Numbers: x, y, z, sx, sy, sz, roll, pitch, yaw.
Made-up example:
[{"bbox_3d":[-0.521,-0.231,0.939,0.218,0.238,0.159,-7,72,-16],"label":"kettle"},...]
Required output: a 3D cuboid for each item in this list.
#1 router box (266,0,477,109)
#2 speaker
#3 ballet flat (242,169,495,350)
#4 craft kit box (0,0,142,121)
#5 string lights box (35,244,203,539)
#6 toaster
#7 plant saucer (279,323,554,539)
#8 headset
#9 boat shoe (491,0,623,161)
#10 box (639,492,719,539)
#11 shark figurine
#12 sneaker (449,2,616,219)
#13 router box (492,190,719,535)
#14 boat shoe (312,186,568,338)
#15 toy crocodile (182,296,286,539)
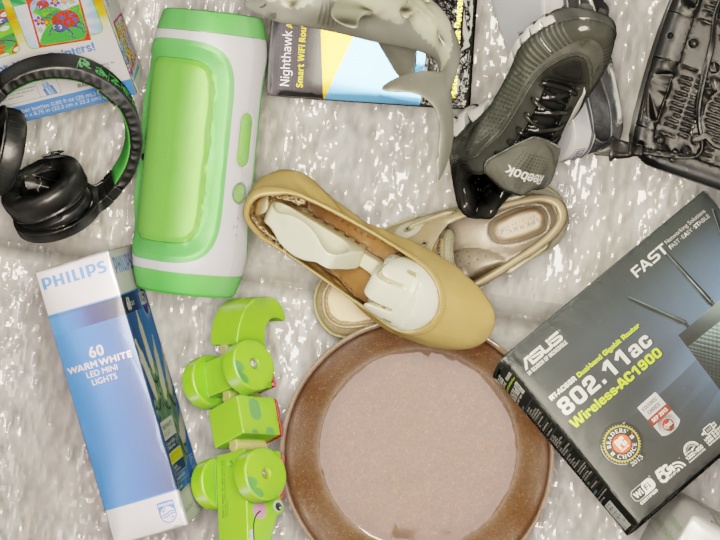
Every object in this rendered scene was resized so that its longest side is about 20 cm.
[{"bbox_3d":[0.013,-0.221,1.701,0.148,0.051,0.202,4,95,3],"label":"router box"},{"bbox_3d":[-0.116,-0.084,1.701,0.088,0.088,0.202,6,93,3],"label":"speaker"},{"bbox_3d":[0.000,0.000,1.658,0.199,0.063,0.069,31,110,12],"label":"ballet flat"},{"bbox_3d":[-0.278,-0.195,1.672,0.199,0.049,0.198,-12,123,9],"label":"craft kit box"},{"bbox_3d":[-0.171,0.087,1.703,0.059,0.103,0.201,-16,92,5],"label":"string lights box"},{"bbox_3d":[0.283,-0.136,1.658,0.199,0.119,0.182,18,93,2],"label":"toaster"},{"bbox_3d":[0.042,0.132,1.723,0.199,0.037,0.202,0,96,4],"label":"plant saucer"},{"bbox_3d":[-0.247,-0.075,1.699,0.200,0.094,0.123,-42,121,12],"label":"headset"},{"bbox_3d":[0.145,-0.181,1.691,0.067,0.072,0.201,-17,93,-32],"label":"boat shoe"},{"bbox_3d":[0.250,0.283,1.641,0.170,0.199,0.201,26,92,2],"label":"box"},{"bbox_3d":[0.030,-0.151,1.630,0.128,0.214,0.090,-29,134,-20],"label":"shark figurine"},{"bbox_3d":[0.118,-0.100,1.623,0.066,0.200,0.091,15,54,-22],"label":"sneaker"},{"bbox_3d":[0.215,0.064,1.666,0.200,0.062,0.150,-39,79,-10],"label":"router box"},{"bbox_3d":[0.056,-0.008,1.704,0.199,0.065,0.073,-22,91,4],"label":"boat shoe"},{"bbox_3d":[-0.082,0.115,1.701,0.061,0.067,0.201,8,69,-39],"label":"toy crocodile"}]
